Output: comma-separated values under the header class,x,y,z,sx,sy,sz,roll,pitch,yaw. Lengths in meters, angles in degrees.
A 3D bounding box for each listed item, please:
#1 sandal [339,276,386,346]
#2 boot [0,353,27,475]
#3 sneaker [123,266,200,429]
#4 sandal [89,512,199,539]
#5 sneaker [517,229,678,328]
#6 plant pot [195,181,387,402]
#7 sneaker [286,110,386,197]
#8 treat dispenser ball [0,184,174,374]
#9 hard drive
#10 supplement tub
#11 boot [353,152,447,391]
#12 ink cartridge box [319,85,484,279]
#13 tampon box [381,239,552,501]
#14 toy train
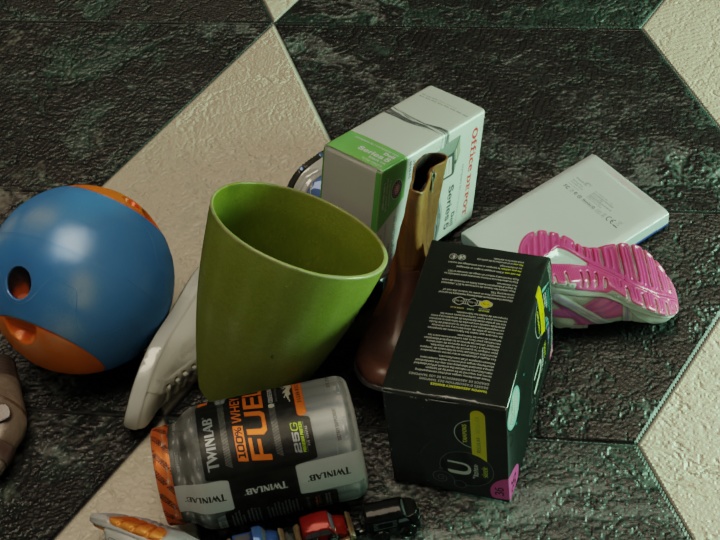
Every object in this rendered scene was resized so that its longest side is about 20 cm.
class,x,y,z,sx,sy,sz,roll,pitch,yaw
sandal,0.000,0.000,1.620,0.074,0.045,0.201,8,49,12
boot,-0.448,0.154,1.521,0.198,0.071,0.147,-4,49,4
sneaker,-0.180,0.091,1.543,0.084,0.073,0.201,27,64,2
sandal,-0.181,0.276,1.361,0.205,0.079,0.060,12,85,34
sneaker,0.243,0.019,1.544,0.198,0.088,0.082,15,52,-15
plant pot,-0.091,0.044,1.471,0.185,0.202,0.188,17,24,-8
sneaker,0.002,-0.122,1.728,0.200,0.076,0.077,-39,77,-26
treat dispenser ball,-0.298,0.009,1.542,0.198,0.202,0.202,-4,47,4
hard drive,0.232,-0.047,1.647,0.199,0.026,0.132,-31,51,-20
supplement tub,-0.099,0.181,1.413,0.198,0.123,0.123,-12,47,-4
boot,0.052,0.004,1.480,0.068,0.202,0.189,19,35,11
ink cartridge box,0.046,-0.097,1.603,0.084,0.147,0.199,26,39,28
tampon box,0.111,0.098,1.444,0.125,0.151,0.201,8,49,16
toy train,-0.038,0.253,1.390,0.198,0.046,0.034,-13,47,-5
